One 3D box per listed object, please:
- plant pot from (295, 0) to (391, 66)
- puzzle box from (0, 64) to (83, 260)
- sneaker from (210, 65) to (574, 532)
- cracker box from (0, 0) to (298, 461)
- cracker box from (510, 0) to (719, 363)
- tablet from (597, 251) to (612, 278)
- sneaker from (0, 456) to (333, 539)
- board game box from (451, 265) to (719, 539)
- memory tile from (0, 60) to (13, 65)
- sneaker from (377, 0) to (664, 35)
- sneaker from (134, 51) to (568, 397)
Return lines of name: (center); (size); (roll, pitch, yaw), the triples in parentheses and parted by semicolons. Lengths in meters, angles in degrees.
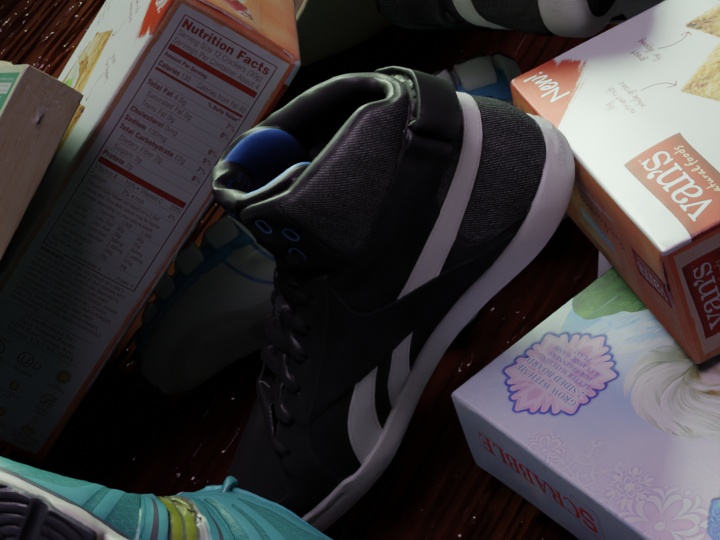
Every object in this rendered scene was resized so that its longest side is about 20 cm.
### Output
plant pot: (-0.017, -0.190, 1.107); (0.134, 0.202, 0.200); (-4, 25, -37)
puzzle box: (-0.166, -0.016, 0.937); (0.134, 0.025, 0.200); (-63, 17, -4)
sneaker: (-0.022, 0.007, 0.860); (0.201, 0.111, 0.073); (-55, 33, 20)
cracker box: (-0.100, -0.042, 0.953); (0.201, 0.057, 0.134); (-55, 18, 20)
cracker box: (0.171, -0.064, 0.866); (0.199, 0.058, 0.134); (-28, 37, -6)
tablet: (0.153, 0.008, 0.914); (0.129, 0.014, 0.201); (-10, 42, 17)
sneaker: (-0.065, 0.108, 0.821); (0.199, 0.078, 0.080); (21, 31, -9)
board game box: (0.167, 0.041, 0.826); (0.199, 0.041, 0.200); (-37, 41, -17)
memory tile: (-0.202, -0.021, 1.122); (0.153, 0.017, 0.200); (20, 57, 40)
sneaker: (0.067, -0.140, 0.996); (0.111, 0.074, 0.200); (5, 11, 20)
sneaker: (0.000, 0.000, 0.961); (0.199, 0.075, 0.087); (-36, 72, 5)
